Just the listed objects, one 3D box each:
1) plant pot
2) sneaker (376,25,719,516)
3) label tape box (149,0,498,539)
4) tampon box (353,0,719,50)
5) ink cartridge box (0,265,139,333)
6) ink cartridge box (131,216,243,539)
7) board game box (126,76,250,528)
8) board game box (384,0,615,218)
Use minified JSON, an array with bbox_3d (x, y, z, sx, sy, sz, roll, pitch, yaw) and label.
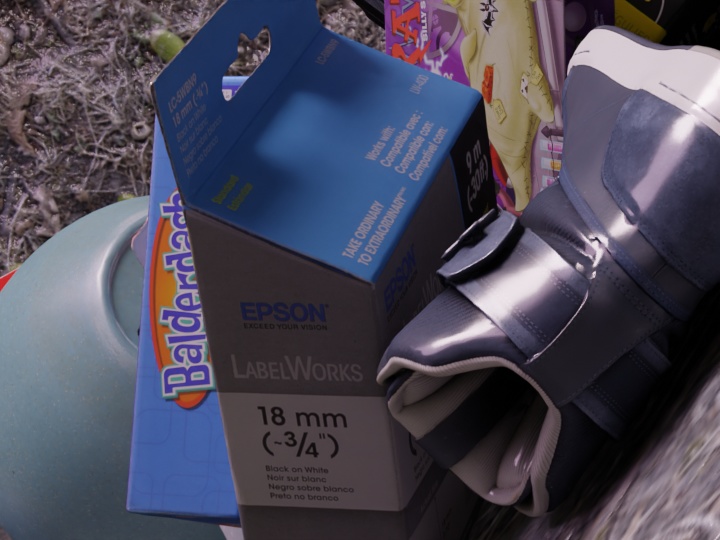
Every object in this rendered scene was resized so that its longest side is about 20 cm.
[{"bbox_3d":[-0.086,0.042,1.099,0.200,0.200,0.135,-55,-6,-30],"label":"plant pot"},{"bbox_3d":[0.066,-0.002,0.740,0.146,0.077,0.202,-50,5,2],"label":"sneaker"},{"bbox_3d":[0.000,0.000,0.778,0.144,0.063,0.200,-59,-35,-56],"label":"label tape box"},{"bbox_3d":[0.103,-0.163,0.992,0.200,0.150,0.126,-53,-14,1],"label":"tampon box"},{"bbox_3d":[-0.119,0.071,1.204,0.116,0.200,0.067,-31,-7,-27],"label":"ink cartridge box"},{"bbox_3d":[-0.034,0.017,1.002,0.050,0.200,0.162,-3,39,37],"label":"ink cartridge box"},{"bbox_3d":[-0.029,0.023,0.874,0.200,0.045,0.152,31,-118,-72],"label":"board game box"},{"bbox_3d":[0.051,-0.094,0.877,0.120,0.032,0.200,16,112,60],"label":"board game box"}]
